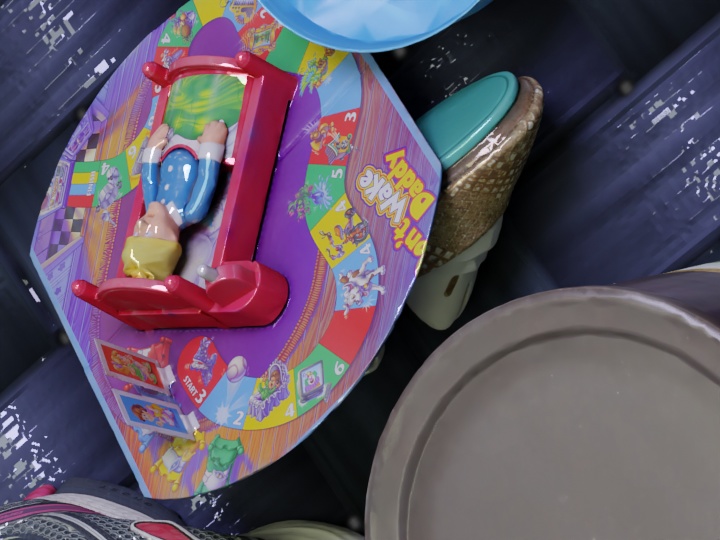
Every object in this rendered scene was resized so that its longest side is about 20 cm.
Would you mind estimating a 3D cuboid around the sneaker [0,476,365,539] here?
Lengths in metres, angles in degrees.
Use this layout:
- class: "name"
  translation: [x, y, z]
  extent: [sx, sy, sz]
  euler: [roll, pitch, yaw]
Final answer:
- class: "sneaker"
  translation: [-0.063, 0.131, 1.077]
  extent: [0.199, 0.075, 0.081]
  euler: [8, 101, 27]

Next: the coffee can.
- class: "coffee can"
  translation: [0.111, 0.070, 0.896]
  extent: [0.146, 0.200, 0.147]
  euler: [3, 96, 28]

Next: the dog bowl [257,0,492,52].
- class: "dog bowl"
  translation: [0.004, -0.174, 1.003]
  extent: [0.111, 0.050, 0.201]
  euler: [-13, 87, 24]

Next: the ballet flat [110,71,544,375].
- class: "ballet flat"
  translation: [0.000, 0.000, 1.040]
  extent: [0.200, 0.071, 0.065]
  euler: [-30, 109, 32]

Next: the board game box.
- class: "board game box"
  translation: [-0.059, -0.024, 1.020]
  extent: [0.158, 0.039, 0.200]
  euler: [-46, 47, 17]
